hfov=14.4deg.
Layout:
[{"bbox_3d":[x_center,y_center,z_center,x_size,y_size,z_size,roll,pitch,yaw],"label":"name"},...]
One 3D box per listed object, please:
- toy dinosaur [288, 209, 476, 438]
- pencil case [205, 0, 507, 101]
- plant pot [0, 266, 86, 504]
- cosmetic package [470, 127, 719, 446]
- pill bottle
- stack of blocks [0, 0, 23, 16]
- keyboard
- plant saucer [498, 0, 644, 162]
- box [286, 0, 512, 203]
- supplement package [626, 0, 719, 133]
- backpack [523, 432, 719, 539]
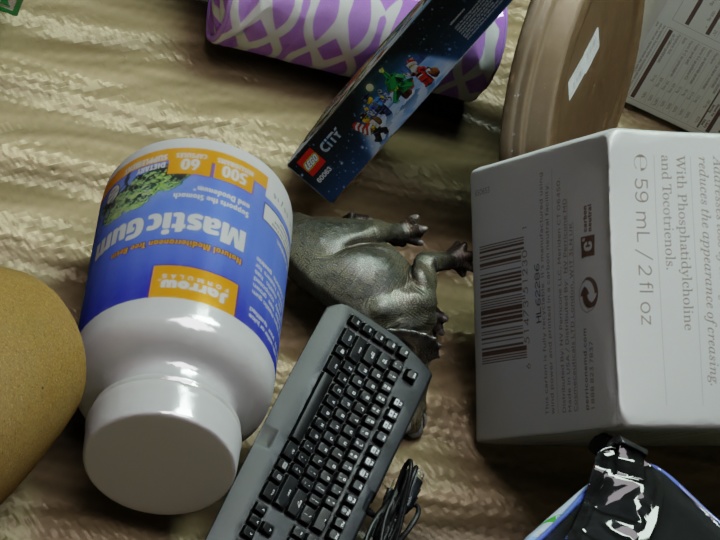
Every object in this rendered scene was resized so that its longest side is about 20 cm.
[{"bbox_3d":[0.000,0.000,1.669,0.200,0.077,0.102,51,34,18],"label":"toy dinosaur"},{"bbox_3d":[-0.001,-0.167,1.821,0.199,0.084,0.086,11,65,-18],"label":"pencil case"},{"bbox_3d":[-0.233,0.064,1.431,0.186,0.187,0.200,43,32,16],"label":"plant pot"},{"bbox_3d":[0.188,0.014,1.639,0.200,0.166,0.168,1,83,-26],"label":"cosmetic package"},{"bbox_3d":[-0.099,0.032,1.560,0.112,0.112,0.200,17,43,-12],"label":"pill bottle"},{"bbox_3d":[-0.287,-0.222,1.708,0.200,0.115,0.059,18,43,-12],"label":"stack of blocks"},{"bbox_3d":[-0.008,0.113,1.541,0.104,0.040,0.200,36,56,-14],"label":"keyboard"},{"bbox_3d":[0.135,-0.124,1.768,0.029,0.200,0.200,17,39,19],"label":"plant saucer"},{"bbox_3d":[0.044,-0.141,1.709,0.038,0.200,0.137,40,22,-5],"label":"box"},{"bbox_3d":[0.268,-0.206,1.944,0.111,0.156,0.200,25,42,-4],"label":"supplement package"},{"bbox_3d":[0.135,0.211,1.478,0.200,0.154,0.190,39,35,21],"label":"backpack"}]
